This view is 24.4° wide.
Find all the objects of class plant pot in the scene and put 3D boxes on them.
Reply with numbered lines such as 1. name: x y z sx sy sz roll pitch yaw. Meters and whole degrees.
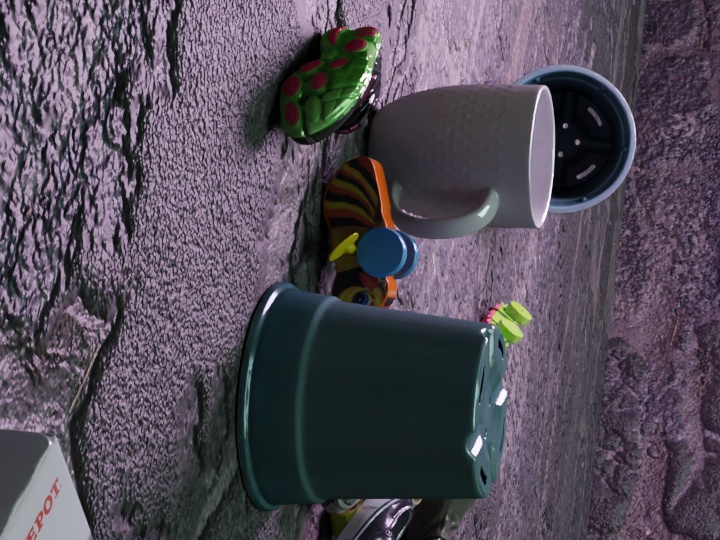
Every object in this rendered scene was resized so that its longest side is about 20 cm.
1. plant pot: 0.285 -0.185 2.349 0.196 0.200 0.200 -26 119 -80
2. plant pot: 0.019 0.113 1.429 0.200 0.196 0.200 2 90 -74

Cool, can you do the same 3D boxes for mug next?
1. mug: 0.096 -0.103 1.704 0.200 0.175 0.148 -70 157 -45

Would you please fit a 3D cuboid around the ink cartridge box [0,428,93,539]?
1. ink cartridge box: -0.197 0.199 0.872 0.144 0.084 0.200 -69 157 -46

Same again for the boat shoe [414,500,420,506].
1. boat shoe: 0.066 0.183 1.817 0.073 0.063 0.200 47 25 -15

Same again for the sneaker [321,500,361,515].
1. sneaker: -0.003 0.151 1.610 0.200 0.078 0.082 -60 158 -44

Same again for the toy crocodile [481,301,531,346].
1. toy crocodile: 0.188 0.081 2.302 0.068 0.062 0.200 -50 179 20

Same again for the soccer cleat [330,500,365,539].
1. soccer cleat: 0.015 0.210 1.699 0.200 0.067 0.081 -60 160 -46

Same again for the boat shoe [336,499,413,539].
1. boat shoe: 0.007 0.276 1.554 0.200 0.068 0.072 -42 145 -46

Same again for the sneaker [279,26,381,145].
1. sneaker: -0.016 -0.154 1.476 0.200 0.077 0.084 -58 144 -58

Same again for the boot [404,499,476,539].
1. boot: 0.092 0.287 1.865 0.131 0.068 0.200 -70 -177 -50

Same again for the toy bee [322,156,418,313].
1. toy bee: 0.000 0.000 1.558 0.131 0.109 0.200 46 24 -59
